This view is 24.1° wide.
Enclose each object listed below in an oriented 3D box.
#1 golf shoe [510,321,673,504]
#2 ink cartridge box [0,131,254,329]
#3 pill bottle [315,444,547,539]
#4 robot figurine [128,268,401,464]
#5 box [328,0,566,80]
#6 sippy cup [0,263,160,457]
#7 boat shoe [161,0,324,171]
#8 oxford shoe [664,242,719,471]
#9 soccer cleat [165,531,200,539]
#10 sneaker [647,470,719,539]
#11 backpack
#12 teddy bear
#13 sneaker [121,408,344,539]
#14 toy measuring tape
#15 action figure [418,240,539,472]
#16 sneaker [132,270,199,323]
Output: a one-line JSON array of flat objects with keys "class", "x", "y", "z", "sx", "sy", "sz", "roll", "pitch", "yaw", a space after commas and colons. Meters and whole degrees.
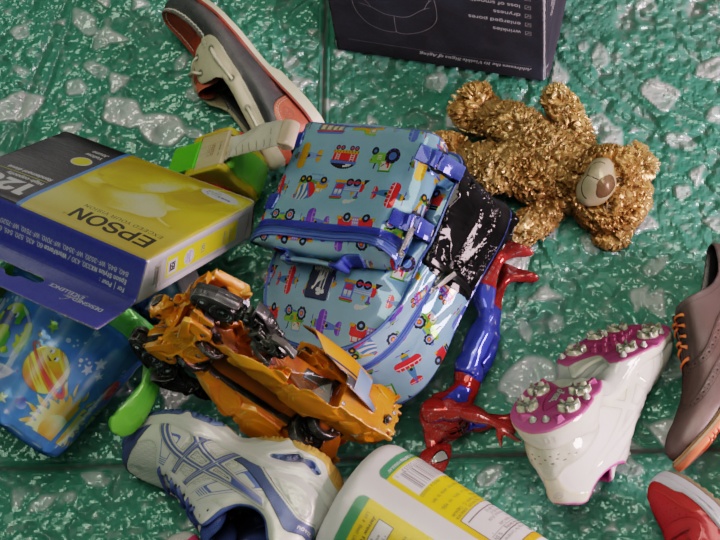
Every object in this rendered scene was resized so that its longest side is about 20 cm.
[{"class": "golf shoe", "x": 0.183, "y": 0.105, "z": 1.292, "sx": 0.075, "sy": 0.092, "sz": 0.200, "roll": -1, "pitch": 22, "yaw": 40}, {"class": "ink cartridge box", "x": -0.218, "y": -0.040, "z": 1.312, "sx": 0.197, "sy": 0.047, "sz": 0.200, "roll": 22, "pitch": 27, "yaw": 22}, {"class": "pill bottle", "x": 0.074, "y": 0.223, "z": 1.228, "sx": 0.199, "sy": 0.113, "sz": 0.113, "roll": 30, "pitch": 69, "yaw": 19}, {"class": "robot figurine", "x": -0.074, "y": 0.073, "z": 1.257, "sx": 0.200, "sy": 0.145, "sz": 0.058, "roll": 38, "pitch": 49, "yaw": -19}, {"class": "box", "x": 0.075, "y": -0.277, "z": 1.444, "sx": 0.199, "sy": 0.197, "sz": 0.124, "roll": 10, "pitch": 62, "yaw": 11}, {"class": "sippy cup", "x": -0.245, "y": 0.071, "z": 1.338, "sx": 0.139, "sy": 0.178, "sz": 0.131, "roll": 37, "pitch": 78, "yaw": -21}, {"class": "boat shoe", "x": -0.115, "y": -0.169, "z": 1.481, "sx": 0.063, "sy": 0.071, "sz": 0.200, "roll": -40, "pitch": 70, "yaw": -12}, {"class": "oxford shoe", "x": 0.266, "y": 0.066, "z": 1.310, "sx": 0.072, "sy": 0.071, "sz": 0.200, "roll": 29, "pitch": 58, "yaw": 1}, {"class": "soccer cleat", "x": -0.193, "y": 0.271, "z": 1.253, "sx": 0.086, "sy": 0.070, "sz": 0.200, "roll": 24, "pitch": 67, "yaw": 16}, {"class": "sneaker", "x": 0.244, "y": 0.247, "z": 1.222, "sx": 0.112, "sy": 0.071, "sz": 0.200, "roll": -30, "pitch": 65, "yaw": -14}, {"class": "backpack", "x": 0.000, "y": 0.000, "z": 1.328, "sx": 0.182, "sy": 0.135, "sz": 0.201, "roll": 13, "pitch": 71, "yaw": 40}, {"class": "teddy bear", "x": 0.148, "y": -0.092, "z": 1.413, "sx": 0.145, "sy": 0.067, "sz": 0.200, "roll": -42, "pitch": 66, "yaw": -13}, {"class": "sneaker", "x": -0.113, "y": 0.164, "z": 1.271, "sx": 0.199, "sy": 0.075, "sz": 0.088, "roll": 6, "pitch": 52, "yaw": 35}, {"class": "toy measuring tape", "x": -0.091, "y": -0.086, "z": 1.393, "sx": 0.073, "sy": 0.200, "sz": 0.074, "roll": 5, "pitch": 81, "yaw": -36}, {"class": "action figure", "x": 0.112, "y": 0.080, "z": 1.325, "sx": 0.099, "sy": 0.065, "sz": 0.201, "roll": 17, "pitch": 65, "yaw": 24}, {"class": "sneaker", "x": -0.178, "y": 0.014, "z": 1.391, "sx": 0.082, "sy": 0.074, "sz": 0.200, "roll": -30, "pitch": 52, "yaw": -10}]
